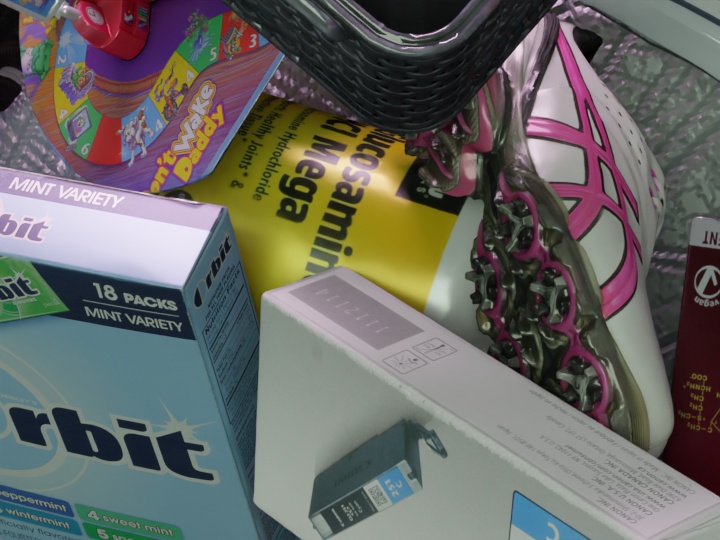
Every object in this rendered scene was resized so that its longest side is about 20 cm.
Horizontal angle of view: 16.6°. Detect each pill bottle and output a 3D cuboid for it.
[{"bbox_3d":[0.000,0.000,0.976,0.199,0.112,0.113,18,98,11],"label":"pill bottle"}]

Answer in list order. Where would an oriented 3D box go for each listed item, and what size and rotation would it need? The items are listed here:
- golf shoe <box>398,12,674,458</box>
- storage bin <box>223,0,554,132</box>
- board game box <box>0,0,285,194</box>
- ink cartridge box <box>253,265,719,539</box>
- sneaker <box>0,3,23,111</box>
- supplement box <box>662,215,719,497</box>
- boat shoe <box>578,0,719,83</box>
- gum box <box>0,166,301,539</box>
[{"bbox_3d":[0.081,-0.019,0.890,0.092,0.073,0.201,-4,57,-24],"label":"golf shoe"},{"bbox_3d":[0.032,-0.164,0.821,0.135,0.094,0.200,40,81,7],"label":"storage bin"},{"bbox_3d":[-0.075,-0.129,0.923,0.201,0.039,0.158,-57,46,14],"label":"board game box"},{"bbox_3d":[0.039,0.117,0.875,0.200,0.045,0.177,31,130,42],"label":"ink cartridge box"},{"bbox_3d":[-0.218,-0.083,1.044,0.115,0.076,0.200,38,97,17],"label":"sneaker"},{"bbox_3d":[0.161,0.087,0.858,0.108,0.061,0.201,8,94,36],"label":"supplement box"},{"bbox_3d":[0.129,-0.118,0.965,0.199,0.074,0.067,31,97,-4],"label":"boat shoe"},{"bbox_3d":[-0.117,0.043,0.966,0.169,0.045,0.201,11,141,20],"label":"gum box"}]
